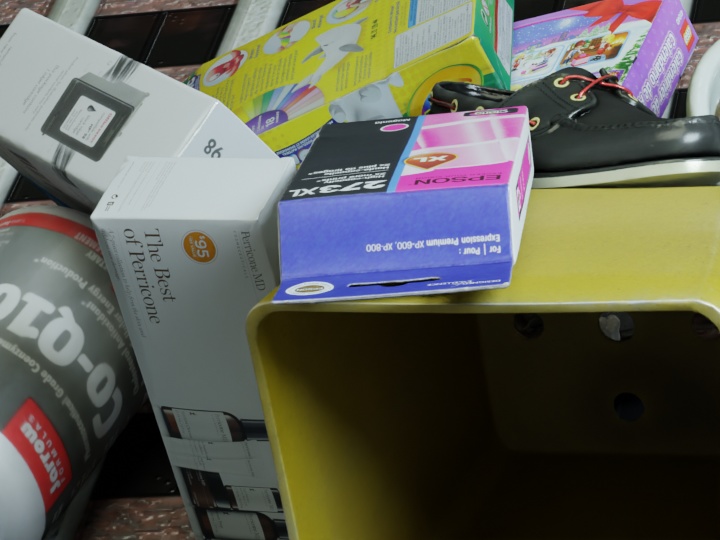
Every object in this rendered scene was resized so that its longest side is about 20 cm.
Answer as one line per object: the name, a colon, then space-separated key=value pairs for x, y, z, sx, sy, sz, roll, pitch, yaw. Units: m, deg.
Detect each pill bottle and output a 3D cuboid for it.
pill bottle: x=-0.178 y=0.071 z=1.413 sx=0.113 sy=0.114 sz=0.200 roll=6 pitch=41 yaw=28

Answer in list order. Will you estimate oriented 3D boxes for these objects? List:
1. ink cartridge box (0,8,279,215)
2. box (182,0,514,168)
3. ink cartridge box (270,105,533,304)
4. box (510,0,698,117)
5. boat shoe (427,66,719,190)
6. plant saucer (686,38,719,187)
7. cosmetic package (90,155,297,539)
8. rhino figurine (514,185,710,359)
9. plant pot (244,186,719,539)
ink cartridge box: x=-0.091 y=-0.044 z=1.438 sx=0.200 sy=0.116 sz=0.067 roll=27 pitch=79 yaw=43
box: x=-0.017 y=-0.092 z=1.557 sx=0.199 sy=0.049 sz=0.118 roll=-22 pitch=28 yaw=18
ink cartridge box: x=0.020 y=-0.029 z=1.232 sx=0.094 sy=0.037 sz=0.200 roll=-4 pitch=16 yaw=7
box: x=0.063 y=-0.075 z=1.541 sx=0.199 sy=0.039 sz=0.137 roll=-11 pitch=33 yaw=33
boat shoe: x=0.095 y=-0.063 z=1.373 sx=0.073 sy=0.064 sz=0.201 roll=3 pitch=0 yaw=-33
plant saucer: x=0.236 y=-0.032 z=1.403 sx=0.199 sy=0.050 sz=0.201 roll=15 pitch=42 yaw=-14
cosmetic package: x=-0.051 y=0.044 z=1.323 sx=0.082 sy=0.201 sz=0.051 roll=0 pitch=37 yaw=21
rhino figurine: x=0.155 y=-0.013 z=1.442 sx=0.200 sy=0.060 sz=0.087 roll=-33 pitch=32 yaw=-26
plant pot: x=0.088 y=0.064 z=1.267 sx=0.199 sy=0.201 sz=0.177 roll=0 pitch=26 yaw=21
